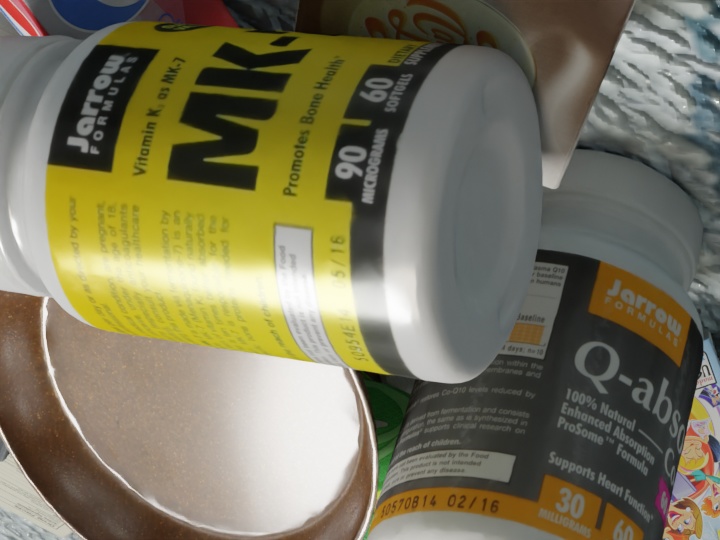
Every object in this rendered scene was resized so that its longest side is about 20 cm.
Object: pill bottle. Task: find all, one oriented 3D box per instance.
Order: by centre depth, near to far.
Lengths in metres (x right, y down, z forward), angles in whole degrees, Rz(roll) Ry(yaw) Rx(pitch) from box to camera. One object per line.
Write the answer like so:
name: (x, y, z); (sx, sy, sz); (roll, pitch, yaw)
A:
pill bottle: (-0.046, -0.029, 0.645); (0.199, 0.115, 0.114); (7, 147, 24)
pill bottle: (0.080, 0.055, 0.772); (0.116, 0.201, 0.117); (14, 150, 8)

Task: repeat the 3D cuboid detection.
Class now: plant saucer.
plant saucer: (-0.076, 0.053, 0.790); (0.200, 0.034, 0.201); (13, 122, 22)

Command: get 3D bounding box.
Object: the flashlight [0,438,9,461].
flashlight: (-0.184, 0.037, 0.964); (0.068, 0.068, 0.200); (-1, 144, -25)

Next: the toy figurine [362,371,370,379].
toy figurine: (-0.071, 0.127, 0.966); (0.150, 0.184, 0.200); (43, 142, -4)

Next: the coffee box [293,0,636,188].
coffee box: (0.046, -0.127, 0.621); (0.114, 0.080, 0.200); (20, 151, 2)

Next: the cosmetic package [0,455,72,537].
cosmetic package: (-0.178, 0.092, 1.130); (0.103, 0.073, 0.200); (32, 149, -16)

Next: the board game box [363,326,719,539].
board game box: (0.095, 0.124, 0.881); (0.199, 0.034, 0.135); (-20, 94, 10)

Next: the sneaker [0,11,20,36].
sneaker: (-0.138, -0.042, 0.845); (0.073, 0.116, 0.200); (-3, 144, 33)

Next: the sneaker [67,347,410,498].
sneaker: (-0.061, 0.052, 0.847); (0.199, 0.074, 0.084); (18, 143, 4)

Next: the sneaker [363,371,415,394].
sneaker: (0.000, 0.000, 0.892); (0.082, 0.077, 0.200); (29, 164, 50)

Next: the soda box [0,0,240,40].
soda box: (-0.101, -0.107, 0.740); (0.063, 0.070, 0.200); (36, 166, 45)
